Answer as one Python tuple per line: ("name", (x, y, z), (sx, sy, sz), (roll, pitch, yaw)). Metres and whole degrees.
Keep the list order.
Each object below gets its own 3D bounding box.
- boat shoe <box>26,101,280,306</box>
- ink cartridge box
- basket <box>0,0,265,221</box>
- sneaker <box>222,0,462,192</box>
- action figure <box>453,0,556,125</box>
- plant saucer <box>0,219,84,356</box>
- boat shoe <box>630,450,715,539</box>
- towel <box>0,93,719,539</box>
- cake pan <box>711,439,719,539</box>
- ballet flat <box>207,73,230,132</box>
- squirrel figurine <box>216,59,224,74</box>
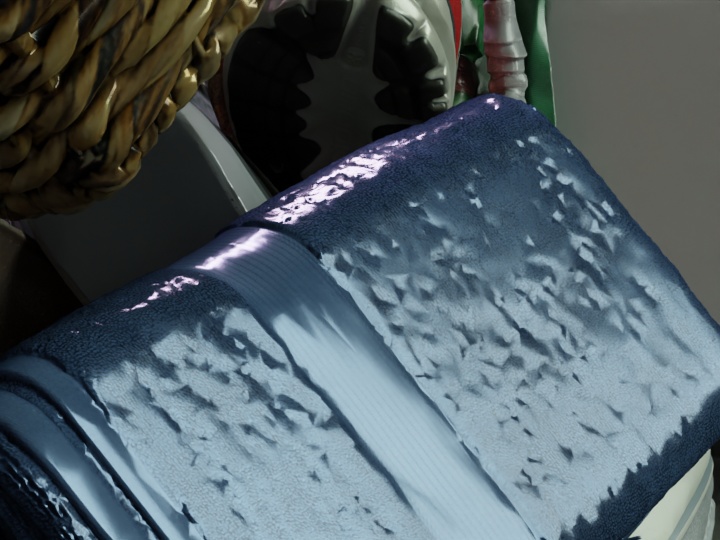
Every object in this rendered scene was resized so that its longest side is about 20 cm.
("boat shoe", (-0.016, 0.035, 0.711), (0.200, 0.069, 0.057), (60, 13, 8))
("ink cartridge box", (0.121, -0.013, 0.972), (0.200, 0.125, 0.129), (67, 25, -81))
("basket", (-0.088, -0.127, 0.603), (0.149, 0.143, 0.200), (50, 52, -38))
("sneaker", (-0.002, -0.043, 0.796), (0.200, 0.077, 0.085), (112, -7, -58))
("action figure", (0.017, -0.078, 0.878), (0.055, 0.118, 0.200), (41, 39, -65))
("plant saucer", (-0.062, 0.078, 0.656), (0.200, 0.032, 0.200), (54, 15, -21))
("boat shoe", (0.055, 0.127, 0.744), (0.072, 0.070, 0.201), (42, 53, -15))
("towel", (-0.001, 0.037, 0.626), (0.200, 0.049, 0.112), (-32, 84, -45))
("cake pan", (0.102, 0.140, 0.839), (0.200, 0.200, 0.037), (58, -22, -10))
("ballet flat", (0.000, 0.000, 0.970), (0.071, 0.071, 0.200), (-73, 143, -72))
("squirrel figurine", (-0.095, -0.121, 0.810), (0.187, 0.141, 0.200), (65, 24, -24))
